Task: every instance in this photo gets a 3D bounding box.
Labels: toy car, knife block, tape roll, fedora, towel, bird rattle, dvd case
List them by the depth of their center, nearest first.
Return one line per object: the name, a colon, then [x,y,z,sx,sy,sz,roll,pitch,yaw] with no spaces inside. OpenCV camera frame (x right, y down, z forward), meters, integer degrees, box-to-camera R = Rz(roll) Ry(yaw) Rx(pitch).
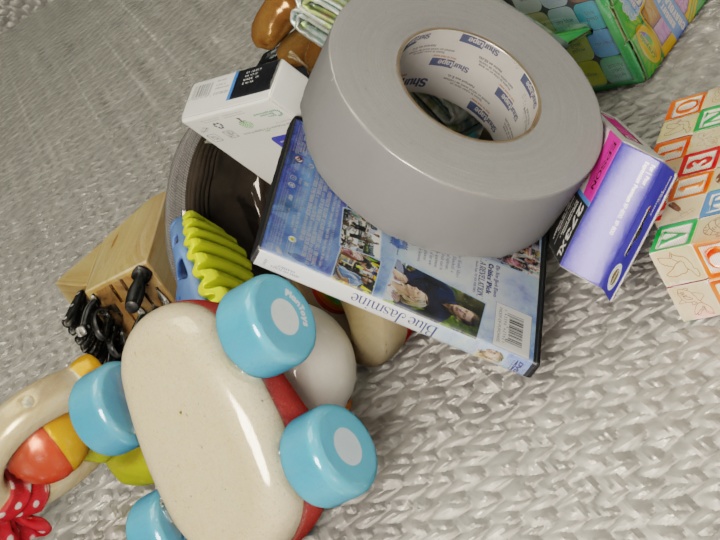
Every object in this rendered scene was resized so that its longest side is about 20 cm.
dvd case: [0.032,-0.018,0.997,0.143,0.200,0.018,-79,15,-48]
tape roll: [0.062,-0.106,1.023,0.200,0.200,0.066,-56,-4,-43]
toy car: [-0.055,0.091,1.025,0.184,0.177,0.200,-30,-6,35]
bird rattle: [-0.233,0.132,1.086,0.200,0.163,0.113,-27,58,-15]
towel: [0.058,-0.189,1.186,0.200,0.171,0.048,-37,-18,-52]
fedora: [-0.078,-0.057,1.297,0.177,0.200,0.090,12,13,32]
knife block: [-0.198,0.010,1.402,0.200,0.064,0.175,-45,28,-28]

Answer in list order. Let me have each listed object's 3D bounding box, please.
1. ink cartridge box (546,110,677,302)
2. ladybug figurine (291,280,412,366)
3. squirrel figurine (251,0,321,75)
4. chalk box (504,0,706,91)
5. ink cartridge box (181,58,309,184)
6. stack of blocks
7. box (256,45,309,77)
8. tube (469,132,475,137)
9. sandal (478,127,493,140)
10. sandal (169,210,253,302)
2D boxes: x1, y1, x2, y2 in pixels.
ink cartridge box: [0.165,-0.052,1.043,0.200,0.037,0.095,-102,36,-73]
ladybug figurine: [0.000,0.000,1.095,0.072,0.136,0.200,-28,1,-13]
squirrel figurine: [-0.009,-0.255,1.331,0.200,0.142,0.187,-39,53,5]
chalk box: [0.204,-0.236,1.330,0.124,0.124,0.200,-2,38,45]
ink cartridge box: [-0.028,-0.082,1.114,0.099,0.200,0.039,-8,56,43]
stack of blocks: [0.252,-0.053,1.005,0.115,0.059,0.200,-14,30,34]
box: [0.005,-0.192,1.478,0.200,0.115,0.132,-23,18,15]
tube: [0.075,-0.105,1.332,0.077,0.050,0.200,-20,20,8]
sandal: [0.088,-0.041,1.095,0.080,0.054,0.200,7,71,35]
sandal: [-0.128,0.036,1.206,0.087,0.079,0.200,-37,46,22]
